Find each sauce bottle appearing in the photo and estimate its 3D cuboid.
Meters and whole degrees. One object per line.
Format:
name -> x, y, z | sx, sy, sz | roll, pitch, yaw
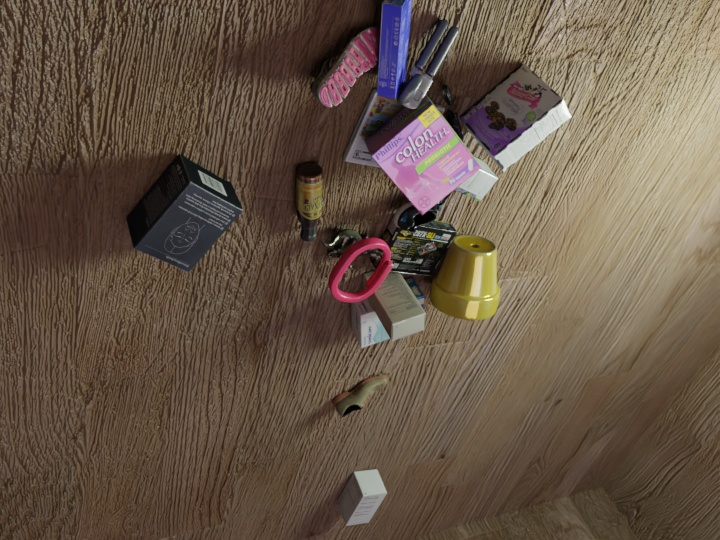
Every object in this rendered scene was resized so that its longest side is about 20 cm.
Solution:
sauce bottle -> -0.120, -0.156, 1.658 | 0.065, 0.066, 0.201 | -14, 137, -17

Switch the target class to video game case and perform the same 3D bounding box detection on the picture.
video game case -> 0.078, -0.321, 1.640 | 0.198, 0.023, 0.183 | 5, 128, -32

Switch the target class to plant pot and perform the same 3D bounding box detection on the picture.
plant pot -> 0.306, 0.010, 1.982 | 0.199, 0.201, 0.191 | -5, 118, -26

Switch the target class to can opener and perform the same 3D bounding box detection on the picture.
can opener -> 0.145, -0.436, 1.495 | 0.052, 0.066, 0.201 | 29, 95, -11

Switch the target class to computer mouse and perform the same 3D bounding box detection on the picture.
computer mouse -> 0.208, -0.361, 1.637 | 0.034, 0.059, 0.200 | -11, 148, 13

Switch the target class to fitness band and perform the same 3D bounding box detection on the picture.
fitness band -> 0.000, 0.000, 1.810 | 0.143, 0.038, 0.201 | 13, 124, -34

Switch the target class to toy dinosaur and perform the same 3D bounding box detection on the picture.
toy dinosaur -> -0.034, -0.069, 1.802 | 0.199, 0.077, 0.103 | 26, 103, -39

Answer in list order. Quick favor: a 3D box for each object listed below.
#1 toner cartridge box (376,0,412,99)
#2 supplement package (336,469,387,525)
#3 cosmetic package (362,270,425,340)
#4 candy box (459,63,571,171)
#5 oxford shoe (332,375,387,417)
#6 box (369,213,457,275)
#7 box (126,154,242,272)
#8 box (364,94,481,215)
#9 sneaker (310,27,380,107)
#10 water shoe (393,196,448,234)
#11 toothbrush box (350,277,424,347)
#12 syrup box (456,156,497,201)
toner cartridge box -> 0.069, -0.464, 1.434 | 0.043, 0.095, 0.201 | 12, 134, 9
supplement package -> 0.004, 0.879, 2.719 | 0.109, 0.114, 0.201 | 3, 130, -30
cosmetic package -> 0.089, 0.085, 1.912 | 0.104, 0.201, 0.072 | -16, 138, -14
candy box -> 0.361, -0.361, 1.650 | 0.200, 0.168, 0.071 | -39, 140, 10
oxford shoe -> 0.010, 0.414, 2.289 | 0.199, 0.075, 0.071 | -32, 138, 2
box -> 0.144, -0.067, 1.910 | 0.198, 0.049, 0.161 | 5, 125, -33
box -> -0.380, -0.120, 1.512 | 0.200, 0.107, 0.148 | -45, 137, 16
box -> 0.142, -0.264, 1.595 | 0.175, 0.097, 0.200 | -37, 118, 13
sneaker -> -0.034, -0.423, 1.441 | 0.201, 0.087, 0.074 | -53, 129, -8
water shoe -> 0.178, -0.158, 1.791 | 0.199, 0.079, 0.072 | -37, 141, -17
toothbrush box -> 0.076, 0.122, 2.029 | 0.198, 0.086, 0.147 | -18, 138, -14
syrup box -> 0.244, -0.253, 1.758 | 0.199, 0.079, 0.082 | 16, 123, -39
